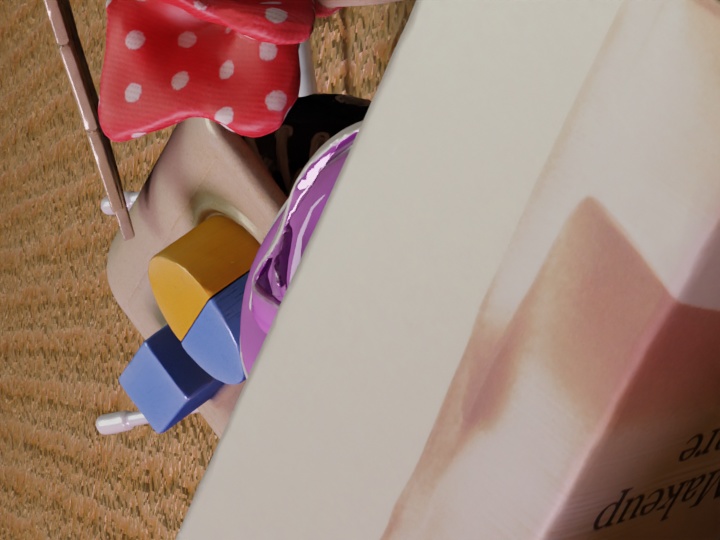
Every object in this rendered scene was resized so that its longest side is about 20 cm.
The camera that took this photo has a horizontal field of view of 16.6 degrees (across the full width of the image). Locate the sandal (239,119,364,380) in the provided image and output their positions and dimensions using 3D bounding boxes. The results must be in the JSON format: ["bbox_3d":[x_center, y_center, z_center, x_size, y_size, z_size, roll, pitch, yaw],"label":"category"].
[{"bbox_3d":[0.000,-0.007,0.694,0.202,0.049,0.083,-23,60,60],"label":"sandal"}]

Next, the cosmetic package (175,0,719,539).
[{"bbox_3d":[0.047,0.011,0.535,0.087,0.103,0.201,42,125,27],"label":"cosmetic package"}]

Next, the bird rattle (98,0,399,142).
[{"bbox_3d":[-0.012,-0.126,0.787,0.200,0.162,0.113,-95,-6,-63],"label":"bird rattle"}]

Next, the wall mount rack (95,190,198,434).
[{"bbox_3d":[-0.076,-0.002,1.168,0.174,0.074,0.202,130,143,-66],"label":"wall mount rack"}]

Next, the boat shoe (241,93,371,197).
[{"bbox_3d":[-0.008,-0.024,0.880,0.200,0.092,0.075,-152,67,-74],"label":"boat shoe"}]

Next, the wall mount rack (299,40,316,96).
[{"bbox_3d":[-0.061,-0.131,1.037,0.173,0.075,0.200,38,165,22],"label":"wall mount rack"}]

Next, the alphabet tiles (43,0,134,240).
[{"bbox_3d":[-0.113,-0.116,0.860,0.167,0.006,0.201,-111,6,-55],"label":"alphabet tiles"}]

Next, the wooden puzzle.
[{"bbox_3d":[-0.031,0.050,0.867,0.201,0.046,0.185,57,158,7],"label":"wooden puzzle"}]
